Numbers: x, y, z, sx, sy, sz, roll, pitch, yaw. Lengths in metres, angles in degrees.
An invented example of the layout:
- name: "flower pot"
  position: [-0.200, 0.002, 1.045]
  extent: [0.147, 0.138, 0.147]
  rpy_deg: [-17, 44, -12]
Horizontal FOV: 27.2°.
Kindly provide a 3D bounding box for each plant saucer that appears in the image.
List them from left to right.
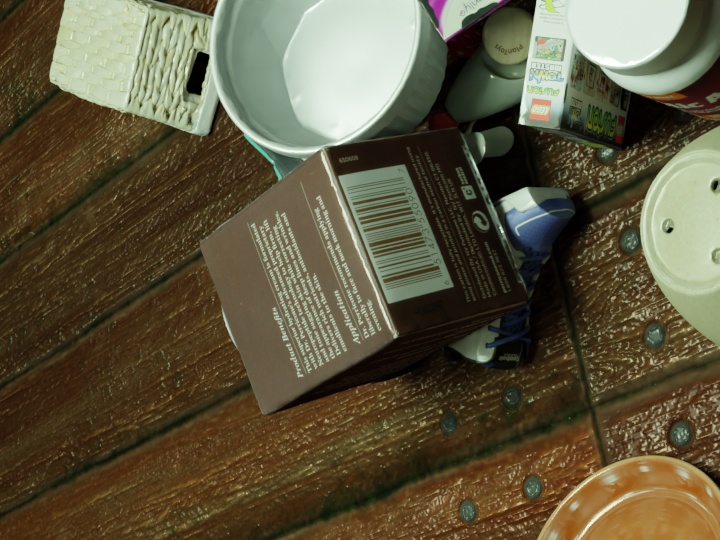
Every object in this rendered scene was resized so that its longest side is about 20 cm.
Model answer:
- name: "plant saucer"
  position: [0.215, 0.244, 1.171]
  extent: [0.199, 0.032, 0.202]
  rpy_deg: [-30, 42, 31]

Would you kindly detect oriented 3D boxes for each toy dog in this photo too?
- name: "toy dog"
  position: [0.121, -0.139, 1.321]
  extent: [0.096, 0.132, 0.201]
  rpy_deg: [37, 126, 9]

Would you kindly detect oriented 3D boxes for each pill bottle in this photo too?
- name: "pill bottle"
  position: [0.237, -0.180, 1.103]
  extent: [0.113, 0.199, 0.116]
  rpy_deg: [-3, 85, 35]

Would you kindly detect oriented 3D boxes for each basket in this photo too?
- name: "basket"
  position: [-0.260, -0.248, 1.732]
  extent: [0.199, 0.122, 0.137]
  rpy_deg: [23, 102, 47]

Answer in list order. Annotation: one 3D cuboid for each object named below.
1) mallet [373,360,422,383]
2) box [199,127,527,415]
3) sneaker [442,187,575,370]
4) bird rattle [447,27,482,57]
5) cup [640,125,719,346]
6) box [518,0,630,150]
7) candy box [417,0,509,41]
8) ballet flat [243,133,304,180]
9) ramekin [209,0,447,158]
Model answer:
- name: "mallet"
  position: [0.037, 0.006, 1.403]
  extent: [0.041, 0.065, 0.203]
  rpy_deg: [16, 104, 42]
- name: "box"
  position: [0.000, 0.000, 1.264]
  extent: [0.199, 0.163, 0.168]
  rpy_deg: [-32, 77, 47]
- name: "sneaker"
  position: [0.128, 0.020, 1.314]
  extent: [0.199, 0.080, 0.116]
  rpy_deg: [-44, 62, 40]
- name: "bird rattle"
  position: [0.020, -0.178, 1.391]
  extent: [0.200, 0.162, 0.114]
  rpy_deg: [-34, 80, 56]
- name: "cup"
  position: [0.286, -0.029, 1.087]
  extent: [0.199, 0.142, 0.203]
  rpy_deg: [-8, 79, 47]
- name: "box"
  position: [0.178, -0.159, 1.183]
  extent: [0.034, 0.200, 0.112]
  rpy_deg: [10, 93, 23]
- name: "candy box"
  position: [0.117, -0.251, 1.188]
  extent: [0.136, 0.200, 0.061]
  rpy_deg: [-33, 96, 17]
- name: "ballet flat"
  position: [-0.062, -0.118, 1.537]
  extent: [0.074, 0.072, 0.200]
  rpy_deg: [-63, 38, 22]
- name: "ramekin"
  position: [-0.019, -0.189, 1.268]
  extent: [0.198, 0.105, 0.203]
  rpy_deg: [-3, 82, 24]
